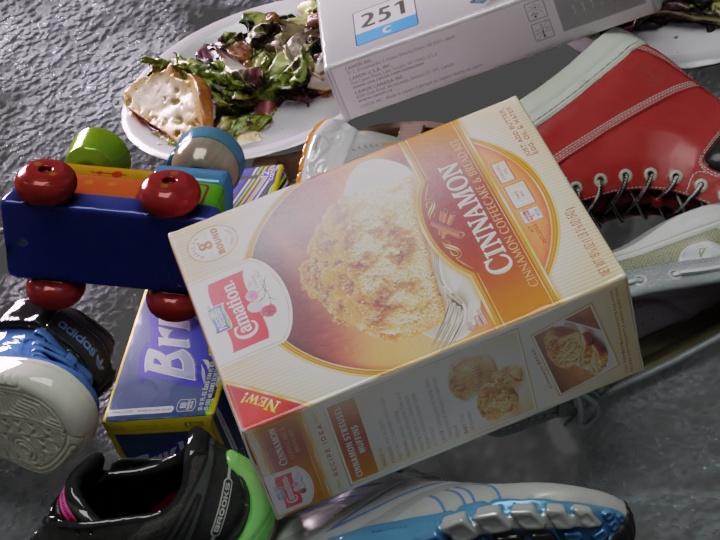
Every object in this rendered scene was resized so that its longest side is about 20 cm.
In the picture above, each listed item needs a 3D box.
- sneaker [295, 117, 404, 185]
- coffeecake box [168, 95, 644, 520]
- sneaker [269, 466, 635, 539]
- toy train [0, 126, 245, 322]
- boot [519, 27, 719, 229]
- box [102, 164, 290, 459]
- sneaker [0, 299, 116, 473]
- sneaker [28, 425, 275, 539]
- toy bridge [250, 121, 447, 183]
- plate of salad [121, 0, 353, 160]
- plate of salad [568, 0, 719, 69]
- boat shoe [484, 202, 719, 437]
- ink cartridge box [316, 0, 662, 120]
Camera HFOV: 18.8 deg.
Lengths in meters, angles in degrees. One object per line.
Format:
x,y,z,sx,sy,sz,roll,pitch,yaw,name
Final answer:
0.000,0.000,1.234,0.091,0.076,0.201,7,60,13,sneaker
0.020,0.015,1.101,0.199,0.073,0.154,-22,44,-4,coffeecake box
0.039,0.126,1.095,0.198,0.075,0.087,-9,37,13,sneaker
-0.167,-0.042,1.232,0.198,0.085,0.116,5,34,8,toy train
0.142,-0.040,1.217,0.144,0.073,0.200,37,63,24,boot
-0.085,0.031,1.249,0.069,0.065,0.201,-5,44,18,box
-0.175,0.056,1.204,0.111,0.077,0.200,-49,11,-30,sneaker
-0.139,0.138,1.124,0.199,0.084,0.077,-30,27,13,sneaker
0.029,-0.062,1.330,0.198,0.027,0.068,-1,45,20,toy bridge
-0.064,-0.135,1.416,0.198,0.048,0.201,-13,33,8,plate of salad
0.211,-0.200,1.378,0.198,0.048,0.201,-11,43,11,plate of salad
0.138,0.032,1.153,0.201,0.075,0.065,-25,36,-15,boat shoe
0.071,-0.182,1.330,0.199,0.045,0.177,-19,34,8,ink cartridge box
